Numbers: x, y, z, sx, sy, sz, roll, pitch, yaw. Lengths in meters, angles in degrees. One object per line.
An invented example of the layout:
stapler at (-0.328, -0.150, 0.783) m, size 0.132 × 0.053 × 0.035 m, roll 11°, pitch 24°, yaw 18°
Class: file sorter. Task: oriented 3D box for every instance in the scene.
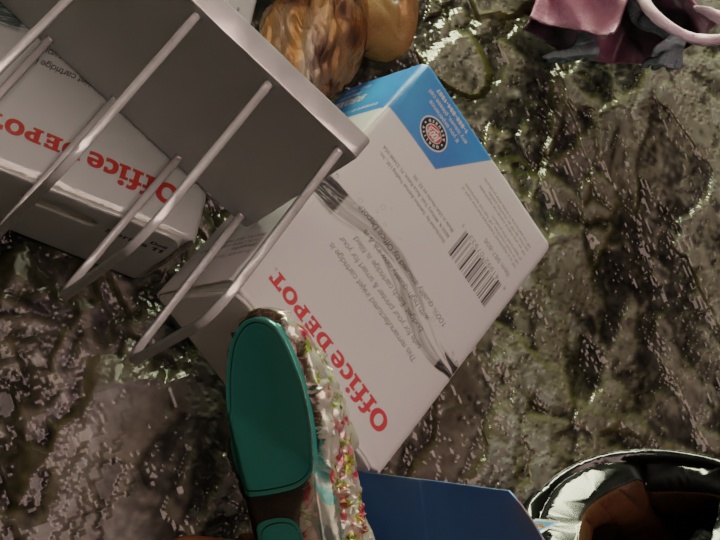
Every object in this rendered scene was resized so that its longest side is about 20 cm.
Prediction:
file sorter at (-0.128, -0.071, 0.754) m, size 0.200 × 0.139 × 0.125 m, roll 43°, pitch 62°, yaw -11°

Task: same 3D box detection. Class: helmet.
helmet at (0.169, 0.219, 0.890) m, size 0.200 × 0.200 × 0.191 m, roll -33°, pitch 134°, yaw -33°

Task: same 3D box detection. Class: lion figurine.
lion figurine at (-0.002, -0.161, 0.978) m, size 0.200 × 0.072 × 0.123 m, roll -12°, pitch 102°, yaw -55°

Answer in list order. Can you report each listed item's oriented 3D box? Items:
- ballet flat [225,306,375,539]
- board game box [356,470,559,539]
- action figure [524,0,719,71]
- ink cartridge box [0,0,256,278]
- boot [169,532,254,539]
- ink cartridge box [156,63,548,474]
ballet flat at (-0.025, 0.116, 0.818) m, size 0.064 × 0.075 × 0.201 m, roll -11°, pitch 93°, yaw -54°
board game box at (0.056, 0.184, 0.836) m, size 0.039 × 0.200 × 0.159 m, roll -13°, pitch 97°, yaw -38°
action figure at (0.179, -0.244, 1.086) m, size 0.133 × 0.149 × 0.201 m, roll 11°, pitch 82°, yaw -20°
ink cartridge box at (-0.150, -0.115, 0.885) m, size 0.146 × 0.083 × 0.201 m, roll 23°, pitch 63°, yaw -22°
boot at (-0.067, 0.239, 0.830) m, size 0.155 × 0.077 × 0.201 m, roll -6°, pitch 70°, yaw -35°
ink cartridge box at (0.000, 0.000, 0.915) m, size 0.145 × 0.084 × 0.200 m, roll 54°, pitch 55°, yaw -20°
